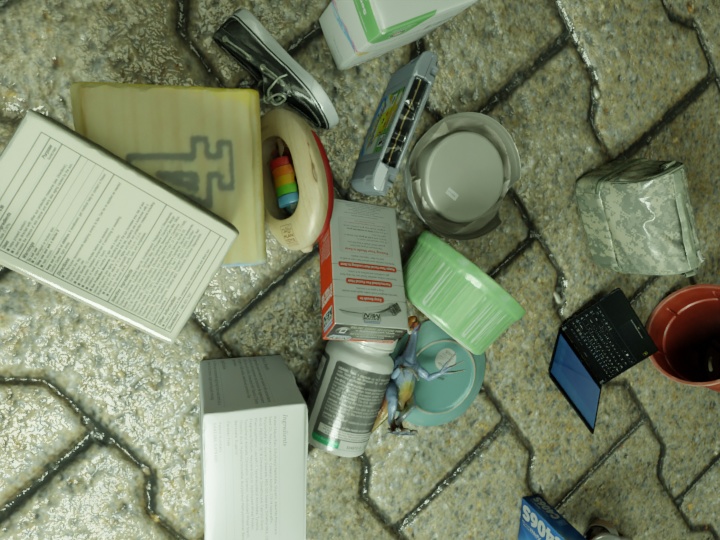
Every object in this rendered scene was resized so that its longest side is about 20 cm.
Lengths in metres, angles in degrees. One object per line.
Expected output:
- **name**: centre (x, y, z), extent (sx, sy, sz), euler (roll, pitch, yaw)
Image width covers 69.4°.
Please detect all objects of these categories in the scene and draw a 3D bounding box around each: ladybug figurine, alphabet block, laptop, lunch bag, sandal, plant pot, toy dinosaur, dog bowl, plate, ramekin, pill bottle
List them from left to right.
- **alphabet block**: centre (-0.229, -0.113, 0.650), extent (0.195, 0.195, 0.201), euler (-5, 100, -20)
- **ladybug figurine**: centre (-0.090, -0.125, 0.734), extent (0.072, 0.135, 0.201), euler (-12, 93, -47)
- **pill bottle**: centre (-0.014, 0.174, 0.814), extent (0.113, 0.113, 0.201), euler (18, 94, -21)
- **toy dinosaur**: centre (0.060, 0.170, 0.843), extent (0.105, 0.199, 0.182), euler (27, 55, -49)
- **plate**: centre (0.138, 0.184, 0.915), extent (0.199, 0.026, 0.201), euler (-3, 101, -17)
- **ramekin**: centre (0.144, 0.038, 0.804), extent (0.200, 0.200, 0.098), euler (39, 93, -21)
- **dog bowl**: centre (0.161, -0.151, 0.846), extent (0.199, 0.059, 0.201), euler (-3, 100, -18)
- **sandal**: centre (0.508, 0.565, 1.095), extent (0.206, 0.059, 0.079), euler (31, 106, -41)
- **laptop**: centre (0.460, 0.169, 0.976), extent (0.200, 0.103, 0.177), euler (-36, 111, 12)
- **lunch bag**: centre (0.499, -0.092, 0.913), extent (0.139, 0.168, 0.201), euler (-24, 107, -13)
- **plant pot**: centre (0.711, 0.156, 1.027), extent (0.195, 0.201, 0.201), euler (26, 91, -29)

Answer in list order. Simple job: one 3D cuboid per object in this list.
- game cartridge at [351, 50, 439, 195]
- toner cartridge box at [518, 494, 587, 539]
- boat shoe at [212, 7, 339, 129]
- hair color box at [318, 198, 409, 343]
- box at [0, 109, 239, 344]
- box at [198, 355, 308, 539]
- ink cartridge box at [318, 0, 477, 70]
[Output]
- **game cartridge**: centre (0.044, -0.207, 0.756), extent (0.040, 0.133, 0.201), euler (21, 91, -14)
- **toner cartridge box**: centre (0.368, 0.514, 0.957), extent (0.043, 0.200, 0.096), euler (-2, 100, -17)
- **boat shoe**: centre (-0.117, -0.263, 0.722), extent (0.199, 0.074, 0.068), euler (46, 79, -20)
- **hair color box**: centre (0.000, 0.000, 0.762), extent (0.110, 0.064, 0.201), euler (7, 60, -20)
- **box**: centre (-0.238, -0.038, 0.501), extent (0.200, 0.109, 0.128), euler (32, 89, -21)
- **box**: centre (-0.157, 0.245, 0.731), extent (0.130, 0.199, 0.201), euler (-2, 100, -18)
- **ink cartridge box**: centre (0.043, -0.351, 0.697), extent (0.145, 0.200, 0.088), euler (-26, 103, -12)
